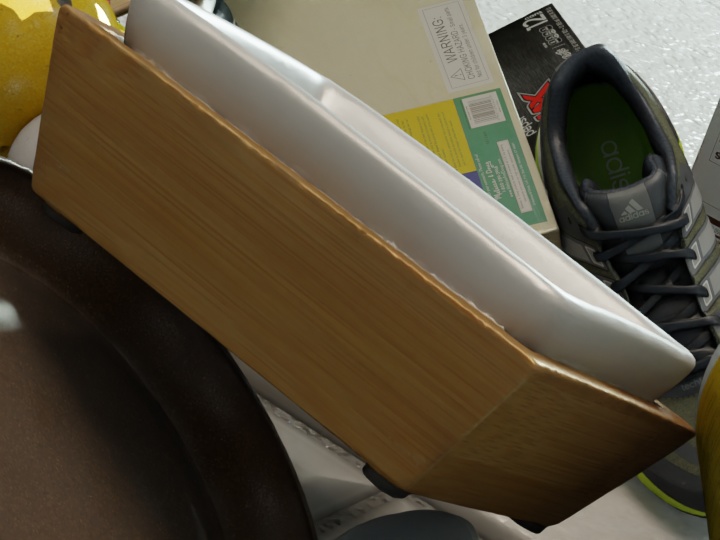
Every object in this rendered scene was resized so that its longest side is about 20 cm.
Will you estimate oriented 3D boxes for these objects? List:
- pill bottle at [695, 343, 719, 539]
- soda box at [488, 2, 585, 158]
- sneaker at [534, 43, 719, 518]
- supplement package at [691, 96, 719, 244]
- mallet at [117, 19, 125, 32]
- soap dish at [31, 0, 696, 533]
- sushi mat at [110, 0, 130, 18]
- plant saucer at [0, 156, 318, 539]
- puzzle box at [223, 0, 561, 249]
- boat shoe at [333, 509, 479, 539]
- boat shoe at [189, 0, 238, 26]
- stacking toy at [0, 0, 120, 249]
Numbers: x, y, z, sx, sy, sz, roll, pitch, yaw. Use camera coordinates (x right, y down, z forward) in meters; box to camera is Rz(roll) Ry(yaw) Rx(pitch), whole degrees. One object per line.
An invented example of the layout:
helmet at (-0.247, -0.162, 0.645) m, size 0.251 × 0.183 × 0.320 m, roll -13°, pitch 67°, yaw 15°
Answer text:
pill bottle at (0.165, 0.067, 0.832) m, size 0.111 × 0.113 × 0.200 m, roll 17°, pitch 26°, yaw -5°
soda box at (0.098, -0.043, 1.159) m, size 0.063 × 0.071 × 0.200 m, roll -26°, pitch 30°, yaw 1°
sneaker at (0.109, 0.002, 1.001) m, size 0.081 × 0.073 × 0.201 m, roll 57°, pitch 11°, yaw -65°
supplement package at (0.259, -0.067, 1.194) m, size 0.146 × 0.201 × 0.191 m, roll 28°, pitch 26°, yaw 19°
mallet at (-0.075, -0.070, 1.165) m, size 0.200 × 0.066 × 0.041 m, roll 39°, pitch 22°, yaw 8°
soap dish at (0.000, 0.000, 0.827) m, size 0.200 × 0.081 × 0.157 m, roll 37°, pitch 6°, yaw 25°
sushi mat at (-0.117, -0.107, 1.065) m, size 0.199 × 0.012 × 0.096 m, roll -22°, pitch 18°, yaw 16°
plant saucer at (-0.088, 0.051, 0.791) m, size 0.200 × 0.032 × 0.201 m, roll 42°, pitch 24°, yaw -24°
puzzle box at (-0.007, -0.065, 1.061) m, size 0.132 × 0.026 × 0.201 m, roll -13°, pitch 50°, yaw -4°
boat shoe at (0.015, 0.137, 0.727) m, size 0.073 × 0.069 × 0.199 m, roll -15°, pitch 17°, yaw 0°
boat shoe at (-0.079, -0.036, 0.995) m, size 0.060 × 0.075 × 0.201 m, roll 40°, pitch 43°, yaw -20°
stacking toy at (-0.129, -0.080, 0.932) m, size 0.145 × 0.147 × 0.200 m, roll -3°, pitch 41°, yaw -40°
